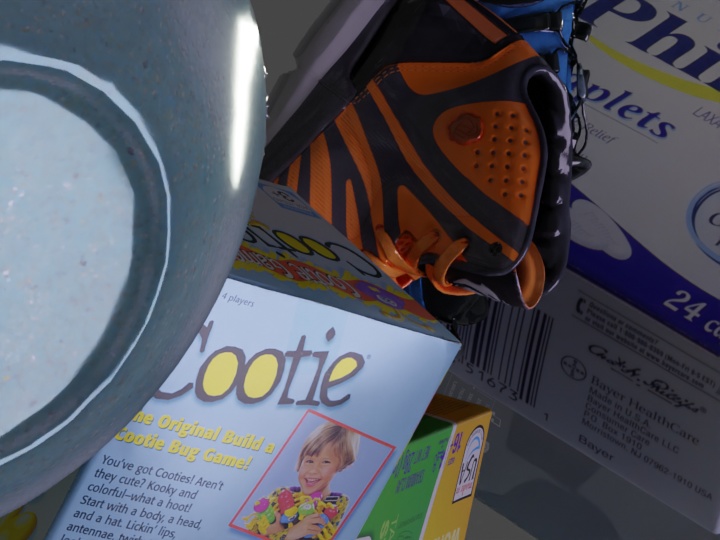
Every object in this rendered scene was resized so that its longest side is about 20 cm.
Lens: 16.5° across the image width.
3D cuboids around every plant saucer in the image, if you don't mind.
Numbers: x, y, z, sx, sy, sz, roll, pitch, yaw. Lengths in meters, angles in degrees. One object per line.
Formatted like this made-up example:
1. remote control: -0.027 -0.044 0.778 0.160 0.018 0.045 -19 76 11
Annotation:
1. plant saucer: -0.099 -0.006 0.561 0.201 0.039 0.201 -19 127 -27

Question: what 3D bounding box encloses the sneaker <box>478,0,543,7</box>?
1. sneaker: 0.046 -0.117 0.787 0.078 0.070 0.200 -20 -177 -18

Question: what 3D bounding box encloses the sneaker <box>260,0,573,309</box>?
1. sneaker: 0.000 0.000 0.847 0.200 0.112 0.078 -58 162 2

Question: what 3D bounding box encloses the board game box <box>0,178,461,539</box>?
1. board game box: -0.078 0.072 0.726 0.105 0.103 0.200 17 107 -40

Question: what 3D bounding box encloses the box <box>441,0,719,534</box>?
1. box: 0.131 -0.025 1.034 0.200 0.184 0.105 -45 156 -36

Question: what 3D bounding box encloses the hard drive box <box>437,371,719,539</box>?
1. hard drive box: 0.127 0.065 1.143 0.156 0.200 0.077 -33 149 -51

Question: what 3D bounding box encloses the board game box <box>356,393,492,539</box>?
1. board game box: -0.015 0.146 0.847 0.153 0.040 0.200 -12 114 -70

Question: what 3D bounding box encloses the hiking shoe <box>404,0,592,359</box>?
1. hiking shoe: 0.058 -0.071 0.921 0.200 0.087 0.074 -58 164 2
